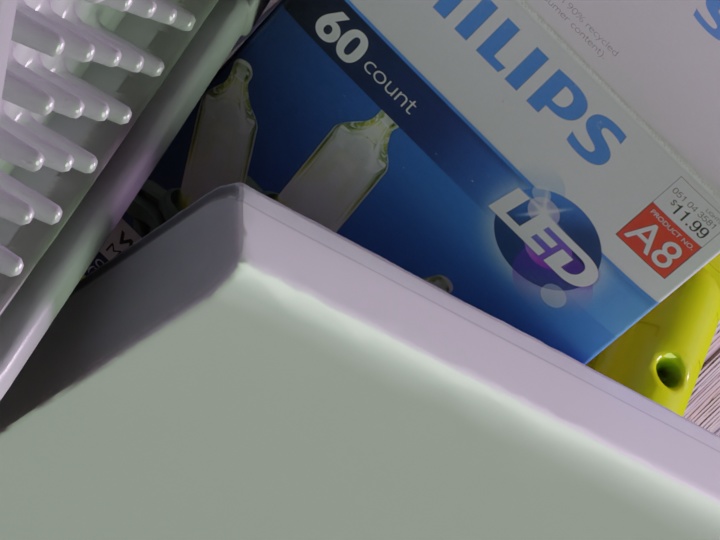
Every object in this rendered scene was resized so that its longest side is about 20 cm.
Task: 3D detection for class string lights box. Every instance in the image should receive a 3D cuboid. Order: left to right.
[{"bbox_3d":[0.004,-0.009,0.665,0.200,0.103,0.059,-44,-178,44],"label":"string lights box"}]

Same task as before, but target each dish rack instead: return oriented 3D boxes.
[{"bbox_3d":[-0.041,-0.081,0.524,0.172,0.043,0.200,109,8,-49],"label":"dish rack"}]

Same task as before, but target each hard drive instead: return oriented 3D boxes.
[{"bbox_3d":[0.003,0.057,0.643,0.200,0.027,0.132,27,135,-36],"label":"hard drive"}]

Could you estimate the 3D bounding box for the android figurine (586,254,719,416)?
[{"bbox_3d":[0.050,0.048,0.924,0.182,0.041,0.200,-29,-153,53],"label":"android figurine"}]
